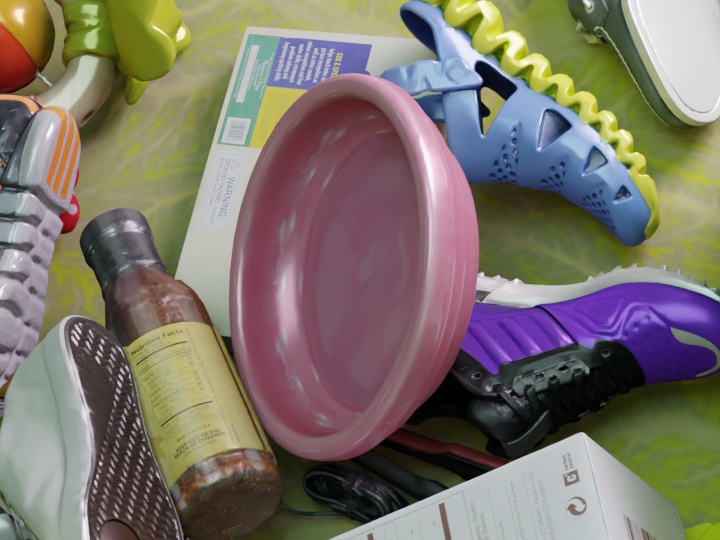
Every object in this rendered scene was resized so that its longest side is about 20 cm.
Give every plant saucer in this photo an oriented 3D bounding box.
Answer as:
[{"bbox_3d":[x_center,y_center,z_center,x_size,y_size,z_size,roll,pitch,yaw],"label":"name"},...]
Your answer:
[{"bbox_3d":[0.000,0.000,1.468,0.200,0.051,0.202,-19,67,55],"label":"plant saucer"}]

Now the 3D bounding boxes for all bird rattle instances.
[{"bbox_3d":[-0.195,-0.113,1.632,0.163,0.113,0.200,41,90,14],"label":"bird rattle"}]

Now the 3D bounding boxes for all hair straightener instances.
[{"bbox_3d":[0.019,0.118,1.487,0.199,0.041,0.077,22,71,22],"label":"hair straightener"}]

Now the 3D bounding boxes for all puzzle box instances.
[{"bbox_3d":[-0.025,-0.044,1.593,0.132,0.025,0.201,6,65,19],"label":"puzzle box"}]

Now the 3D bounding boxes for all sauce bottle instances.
[{"bbox_3d":[-0.101,0.052,1.515,0.066,0.066,0.200,-27,53,1],"label":"sauce bottle"}]

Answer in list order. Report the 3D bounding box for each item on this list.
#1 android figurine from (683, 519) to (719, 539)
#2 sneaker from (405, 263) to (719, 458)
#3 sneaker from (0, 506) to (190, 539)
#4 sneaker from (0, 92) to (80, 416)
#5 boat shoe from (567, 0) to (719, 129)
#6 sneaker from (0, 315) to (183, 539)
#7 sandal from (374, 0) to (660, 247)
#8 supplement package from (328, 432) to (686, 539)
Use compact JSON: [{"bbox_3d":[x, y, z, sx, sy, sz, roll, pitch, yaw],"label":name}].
[{"bbox_3d":[0.193,0.203,1.397,0.182,0.041,0.200,-43,62,-8],"label":"android figurine"},{"bbox_3d":[0.102,0.056,1.471,0.199,0.070,0.100,-1,48,25],"label":"sneaker"},{"bbox_3d":[-0.192,0.114,1.541,0.199,0.076,0.116,-6,56,1],"label":"sneaker"},{"bbox_3d":[-0.230,-0.003,1.534,0.111,0.078,0.201,11,72,15],"label":"sneaker"},{"bbox_3d":[0.151,-0.158,1.595,0.062,0.073,0.201,-43,57,43],"label":"boat shoe"},{"bbox_3d":[-0.146,0.125,1.445,0.085,0.073,0.201,-38,45,27],"label":"sneaker"},{"bbox_3d":[0.081,-0.076,1.543,0.087,0.080,0.200,-44,68,-8],"label":"sandal"},{"bbox_3d":[0.058,0.183,1.372,0.199,0.117,0.118,-25,57,21],"label":"supplement package"}]
